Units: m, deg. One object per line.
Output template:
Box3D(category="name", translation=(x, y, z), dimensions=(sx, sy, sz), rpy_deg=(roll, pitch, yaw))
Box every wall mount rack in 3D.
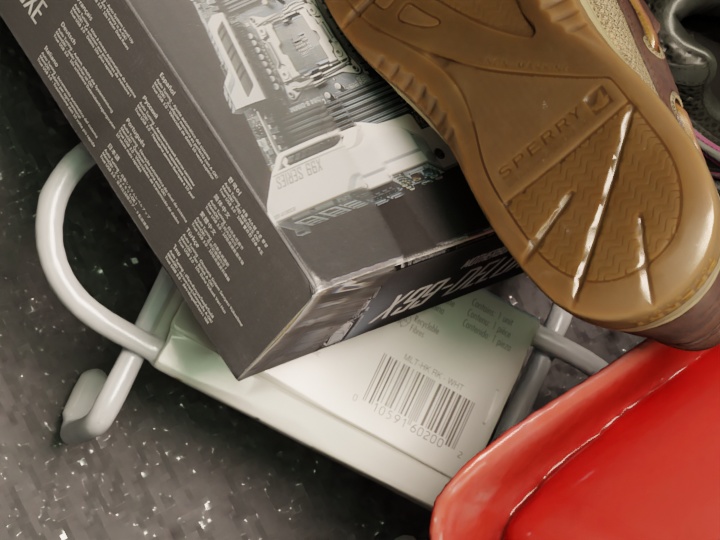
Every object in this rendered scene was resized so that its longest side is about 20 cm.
Box3D(category="wall mount rack", translation=(0.000, 0.000, 0.746), dimensions=(0.200, 0.075, 0.174), rpy_deg=(29, 75, -12))

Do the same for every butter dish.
Box3D(category="butter dish", translation=(0.141, 0.108, 0.694), dimensions=(0.199, 0.148, 0.200), rpy_deg=(-32, 132, -21))

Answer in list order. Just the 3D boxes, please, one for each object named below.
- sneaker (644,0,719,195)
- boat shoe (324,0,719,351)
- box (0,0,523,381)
Box3D(category="sneaker", translation=(0.149, -0.051, 0.784), dimensions=(0.200, 0.086, 0.081), rpy_deg=(5, 80, -30))
Box3D(category="boat shoe", translation=(0.047, -0.061, 0.671), dimensions=(0.072, 0.072, 0.200), rpy_deg=(-38, 60, 12))
Box3D(category="box", translation=(-0.022, -0.080, 0.709), dimensions=(0.157, 0.050, 0.200), rpy_deg=(-18, 69, -44))
